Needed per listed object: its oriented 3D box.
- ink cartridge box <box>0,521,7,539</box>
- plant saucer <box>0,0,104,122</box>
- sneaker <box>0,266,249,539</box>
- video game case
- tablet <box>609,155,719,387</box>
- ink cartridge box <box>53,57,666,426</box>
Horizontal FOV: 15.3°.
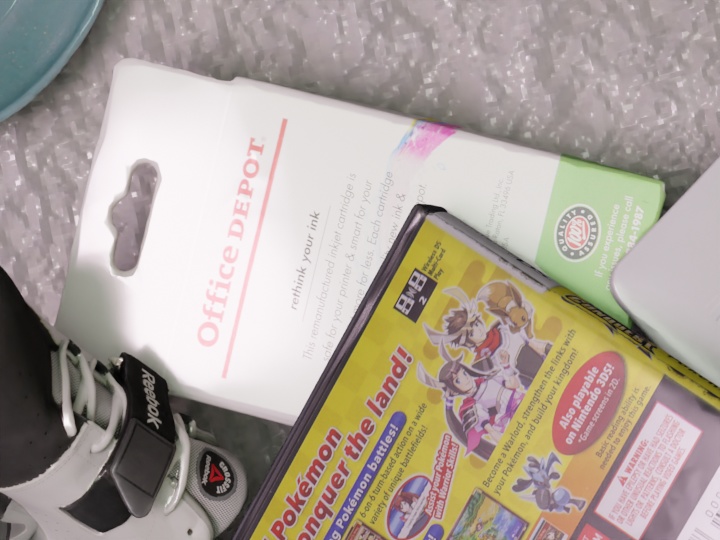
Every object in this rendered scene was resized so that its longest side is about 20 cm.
[{"bbox_3d":[-0.173,0.185,0.977,0.143,0.084,0.201,-22,88,7],"label":"ink cartridge box"},{"bbox_3d":[-0.186,-0.138,0.974,0.198,0.036,0.202,0,90,-16],"label":"plant saucer"},{"bbox_3d":[-0.086,0.060,0.925,0.088,0.201,0.075,-7,52,9],"label":"sneaker"},{"bbox_3d":[0.045,0.109,0.892,0.180,0.025,0.201,33,102,22],"label":"video game case"},{"bbox_3d":[0.190,0.035,0.933,0.200,0.014,0.130,47,66,-3],"label":"tablet"},{"bbox_3d":[0.000,0.000,0.964,0.198,0.067,0.118,15,93,5],"label":"ink cartridge box"}]
